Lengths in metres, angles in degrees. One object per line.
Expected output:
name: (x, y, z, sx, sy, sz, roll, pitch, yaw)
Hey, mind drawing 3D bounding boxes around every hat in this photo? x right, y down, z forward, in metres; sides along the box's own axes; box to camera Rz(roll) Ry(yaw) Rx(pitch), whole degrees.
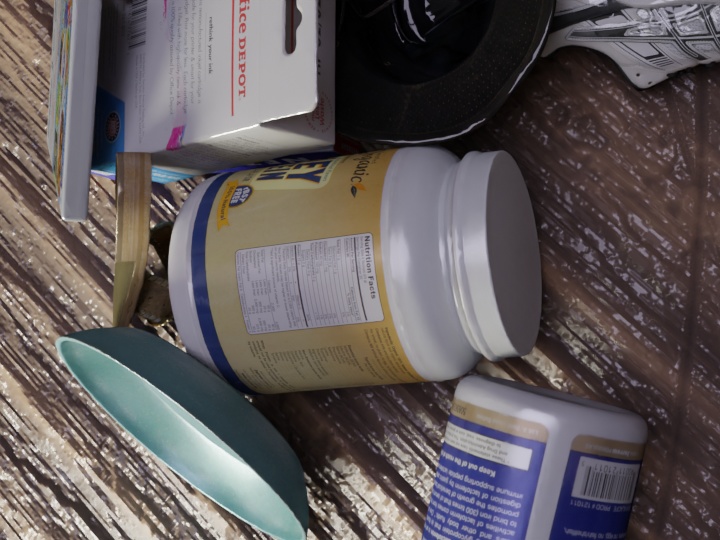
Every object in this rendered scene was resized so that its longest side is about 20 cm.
hat: (0.043, -0.160, 0.797, 0.200, 0.081, 0.201, -7, 73, 26)

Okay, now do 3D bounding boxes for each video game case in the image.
video game case: (-0.192, -0.129, 0.847, 0.018, 0.200, 0.143, 3, 108, -17)

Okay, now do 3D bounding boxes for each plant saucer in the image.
plant saucer: (-0.104, 0.097, 0.806, 0.200, 0.200, 0.036, 31, 68, 22)

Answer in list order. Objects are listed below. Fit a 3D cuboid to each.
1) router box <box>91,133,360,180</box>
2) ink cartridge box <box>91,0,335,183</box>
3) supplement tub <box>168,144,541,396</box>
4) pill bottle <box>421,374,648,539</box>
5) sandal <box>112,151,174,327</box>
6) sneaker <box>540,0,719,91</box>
router box: (-0.098, -0.160, 0.890, 0.200, 0.049, 0.180, -3, 84, 22)
ink cartridge box: (-0.079, -0.127, 0.782, 0.200, 0.068, 0.115, -7, 79, 40)
supplement tub: (0.000, 0.000, 0.783, 0.200, 0.144, 0.145, -7, 82, 21)
pill bottle: (0.091, 0.169, 0.745, 0.116, 0.116, 0.200, 13, 89, 23)
sandal: (-0.126, 0.000, 0.837, 0.069, 0.212, 0.078, 1, 58, -11)
sneaker: (0.197, -0.147, 0.768, 0.200, 0.076, 0.088, 17, 120, 14)
